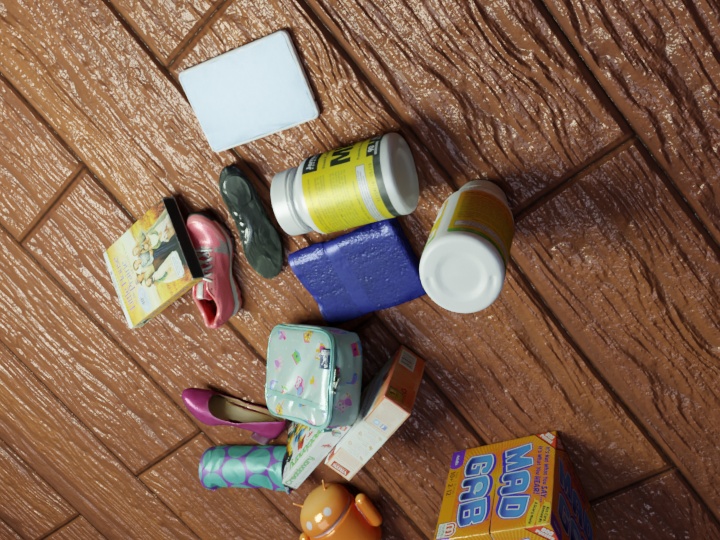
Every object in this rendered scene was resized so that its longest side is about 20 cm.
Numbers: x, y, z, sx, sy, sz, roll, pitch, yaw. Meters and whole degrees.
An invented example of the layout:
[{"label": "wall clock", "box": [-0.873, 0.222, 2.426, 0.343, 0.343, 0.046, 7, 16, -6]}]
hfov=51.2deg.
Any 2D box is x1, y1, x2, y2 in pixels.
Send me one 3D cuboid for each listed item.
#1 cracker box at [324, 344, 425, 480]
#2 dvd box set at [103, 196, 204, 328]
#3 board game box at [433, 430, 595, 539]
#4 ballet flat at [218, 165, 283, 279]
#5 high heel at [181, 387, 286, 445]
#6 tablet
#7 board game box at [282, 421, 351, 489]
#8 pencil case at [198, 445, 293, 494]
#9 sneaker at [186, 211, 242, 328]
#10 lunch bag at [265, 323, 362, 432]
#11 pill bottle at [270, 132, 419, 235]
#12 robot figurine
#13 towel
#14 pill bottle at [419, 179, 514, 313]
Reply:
[{"label": "cracker box", "box": [0.025, 0.238, 1.257, 0.057, 0.135, 0.201, 32, 124, -4]}, {"label": "dvd box set", "box": [-0.351, -0.010, 1.260, 0.198, 0.029, 0.149, -31, 77, 36]}, {"label": "board game box", "box": [0.263, 0.428, 1.246, 0.196, 0.201, 0.203, -19, 113, 27]}, {"label": "ballet flat", "box": [-0.170, -0.077, 1.204, 0.065, 0.057, 0.204, -20, 119, -3]}, {"label": "high heel", "box": [-0.232, 0.253, 1.392, 0.196, 0.069, 0.096, 26, 135, -15]}, {"label": "tablet", "box": [-0.165, -0.260, 1.109, 0.195, 0.014, 0.133, -13, 114, 25]}, {"label": "board game box", "box": [-0.074, 0.273, 1.314, 0.034, 0.128, 0.201, 24, 126, -18]}, {"label": "pencil case", "box": [-0.211, 0.384, 1.451, 0.195, 0.086, 0.095, -4, 118, 21]}, {"label": "sneaker", "box": [-0.248, 0.005, 1.244, 0.072, 0.087, 0.205, -2, 118, 18]}, {"label": "lunch bag", "box": [-0.079, 0.171, 1.212, 0.198, 0.076, 0.165, 2, 85, 52]}, {"label": "pill bottle", "box": [-0.023, -0.118, 1.081, 0.195, 0.115, 0.117, -12, 115, 24]}, {"label": "robot figurine", "box": [-0.038, 0.492, 1.435, 0.201, 0.117, 0.143, 50, 146, -13]}, {"label": "towel", "box": [0.000, 0.000, 1.185, 0.196, 0.050, 0.149, -19, 119, 26]}, {"label": "pill bottle", "box": [0.150, -0.043, 1.013, 0.108, 0.201, 0.114, 8, 122, 13]}]
